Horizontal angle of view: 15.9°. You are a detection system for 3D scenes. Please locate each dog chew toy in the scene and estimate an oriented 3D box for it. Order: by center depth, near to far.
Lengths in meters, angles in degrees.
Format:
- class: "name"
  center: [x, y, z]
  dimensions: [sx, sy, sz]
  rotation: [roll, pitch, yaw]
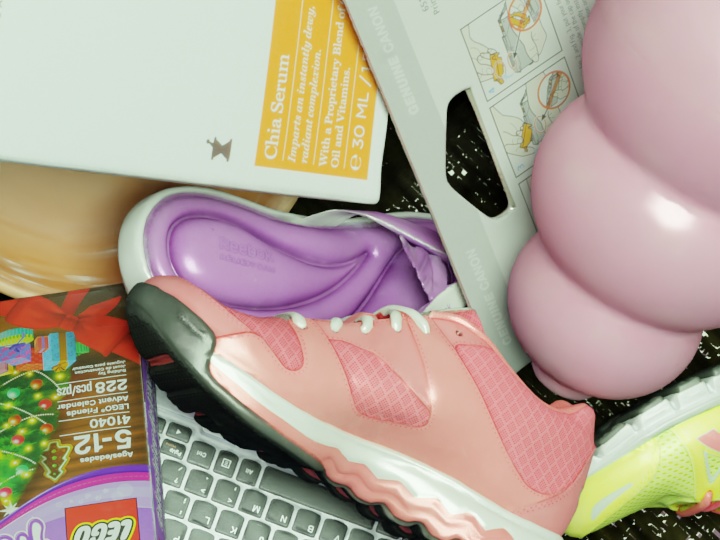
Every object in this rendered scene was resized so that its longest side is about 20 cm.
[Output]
- class: "dog chew toy"
  center: [0.121, -0.035, 0.975]
  dimensions: [0.124, 0.125, 0.200]
  rotation: [27, 117, -4]

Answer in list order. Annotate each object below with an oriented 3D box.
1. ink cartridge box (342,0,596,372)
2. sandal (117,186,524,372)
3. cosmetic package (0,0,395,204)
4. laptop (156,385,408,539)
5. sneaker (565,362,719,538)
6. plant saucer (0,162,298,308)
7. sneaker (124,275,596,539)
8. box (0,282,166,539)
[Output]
- class: "ink cartridge box"
  center: [0.085, -0.083, 1.029]
  dimensions: [0.176, 0.045, 0.200]
  rotation: [-33, 124, -14]
- class: "sandal"
  center: [0.001, 0.007, 1.014]
  dimensions: [0.202, 0.050, 0.083]
  rotation: [5, 69, -34]
- class: "cosmetic package"
  center: [-0.083, -0.084, 0.940]
  dimensions: [0.200, 0.071, 0.102]
  rotation: [5, 93, -39]
- class: "laptop"
  center: [-0.031, 0.117, 0.984]
  dimensions: [0.187, 0.116, 0.200]
  rotation: [21, 80, -6]
- class: "sneaker"
  center: [0.171, 0.076, 1.053]
  dimensions: [0.200, 0.078, 0.090]
  rotation: [-21, 85, -15]
- class: "plant saucer"
  center: [-0.105, -0.084, 1.010]
  dimensions: [0.200, 0.037, 0.201]
  rotation: [-3, 97, -27]
- class: "sneaker"
  center: [0.003, 0.042, 0.968]
  dimensions: [0.200, 0.074, 0.087]
  rotation: [32, 77, -20]
- class: "box"
  center: [-0.173, 0.080, 0.955]
  dimensions: [0.199, 0.039, 0.137]
  rotation: [-9, 50, -1]
